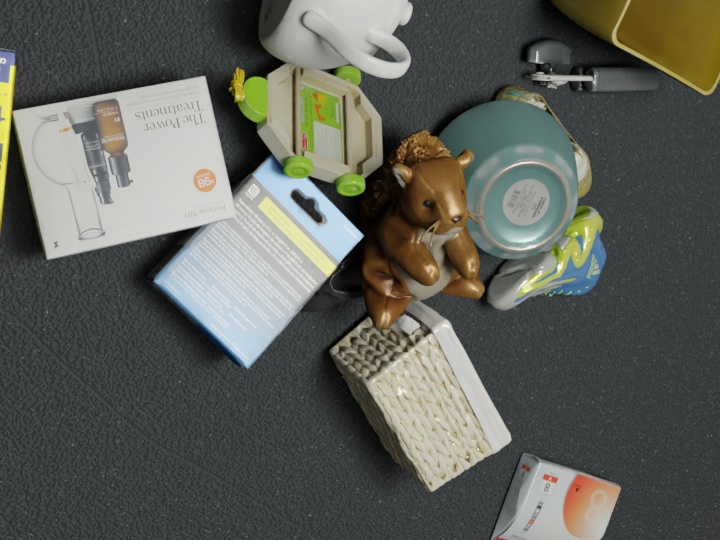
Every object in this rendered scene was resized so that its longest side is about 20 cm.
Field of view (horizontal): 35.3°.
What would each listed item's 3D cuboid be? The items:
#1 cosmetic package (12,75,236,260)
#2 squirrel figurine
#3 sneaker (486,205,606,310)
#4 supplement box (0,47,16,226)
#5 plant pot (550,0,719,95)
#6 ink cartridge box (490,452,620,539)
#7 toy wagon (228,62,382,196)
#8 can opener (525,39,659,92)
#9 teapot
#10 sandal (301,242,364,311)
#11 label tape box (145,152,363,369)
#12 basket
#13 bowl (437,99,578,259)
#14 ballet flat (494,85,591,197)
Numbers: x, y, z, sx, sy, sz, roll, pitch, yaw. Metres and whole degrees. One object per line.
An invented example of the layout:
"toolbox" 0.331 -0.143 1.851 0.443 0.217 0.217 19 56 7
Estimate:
"cosmetic package" -0.241 -0.106 1.161 0.198 0.052 0.152 -14 95 -17
"squirrel figurine" 0.061 -0.070 1.262 0.140 0.201 0.187 -11 143 -13
"sneaker" 0.256 0.009 1.475 0.200 0.076 0.105 -39 116 -17
"supplement box" -0.398 -0.117 1.071 0.108 0.109 0.202 3 99 -29
"plant pot" 0.350 -0.358 1.377 0.199 0.176 0.201 16 103 -37
"ink cartridge box" 0.259 0.367 1.563 0.161 0.050 0.202 21 86 -30
"toy wagon" -0.062 -0.170 1.246 0.199 0.040 0.156 16 59 -32
"can opener" 0.299 -0.263 1.457 0.199 0.053 0.067 -6 104 -29
"teapot" -0.012 -0.292 1.194 0.145 0.197 0.202 18 82 -20
"sandal" 0.000 -0.001 1.351 0.199 0.043 0.077 -15 107 -26
"label tape box" -0.116 -0.014 1.257 0.144 0.063 0.200 45 77 -14
"basket" 0.069 0.148 1.362 0.123 0.135 0.201 -36 117 -12
"bowl" 0.181 -0.094 1.361 0.199 0.105 0.202 -4 115 -9
"ballet flat" 0.246 -0.157 1.441 0.200 0.071 0.071 44 78 -28
